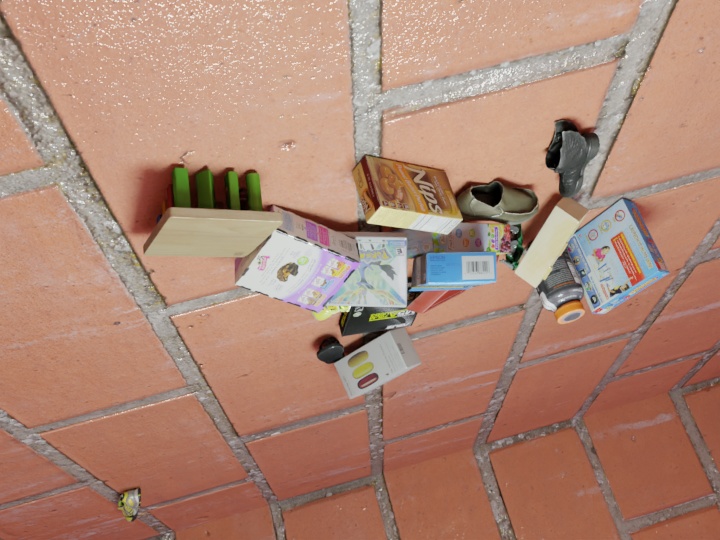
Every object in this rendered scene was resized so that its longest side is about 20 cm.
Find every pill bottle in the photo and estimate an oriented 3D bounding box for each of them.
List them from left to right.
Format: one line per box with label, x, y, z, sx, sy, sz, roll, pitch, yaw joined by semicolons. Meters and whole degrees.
pill bottle;0.475;0.026;1.809;0.104;0.203;0.107;-12;152;-7

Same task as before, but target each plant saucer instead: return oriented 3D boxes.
plant saucer;0.227;0.028;1.770;0.198;0.037;0.200;-24;164;-40

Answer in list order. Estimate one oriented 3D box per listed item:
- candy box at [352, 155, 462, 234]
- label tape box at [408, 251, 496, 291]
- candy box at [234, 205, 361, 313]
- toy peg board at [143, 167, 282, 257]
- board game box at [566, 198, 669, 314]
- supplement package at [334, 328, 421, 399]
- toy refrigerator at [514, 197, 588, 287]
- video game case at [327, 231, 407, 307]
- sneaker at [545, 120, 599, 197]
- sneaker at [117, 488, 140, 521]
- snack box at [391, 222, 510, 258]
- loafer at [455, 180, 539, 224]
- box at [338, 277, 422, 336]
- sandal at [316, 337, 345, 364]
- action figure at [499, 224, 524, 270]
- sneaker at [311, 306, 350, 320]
candy box;0.089;-0.139;1.391;0.197;0.117;0.055;5;147;-35
label tape box;0.181;0.003;1.521;0.141;0.065;0.200;-1;175;-7
candy box;-0.126;-0.017;1.469;0.198;0.072;0.168;21;129;-29
toy peg board;-0.266;-0.101;1.313;0.197;0.100;0.199;1;163;-29
board game box;0.603;-0.031;1.781;0.055;0.203;0.195;7;145;-39
supplement package;0.047;0.255;2.044;0.198;0.115;0.109;-33;166;24
toy refrigerator;0.435;-0.063;1.692;0.076;0.070;0.202;-36;157;-50
video game case;0.000;0.000;1.558;0.196;0.022;0.185;1;127;4
sneaker;0.408;-0.218;1.493;0.102;0.061;0.201;-9;146;-16
sneaker;-0.839;0.843;2.691;0.075;0.076;0.202;4;136;-21
snack box;0.188;-0.061;1.570;0.197;0.069;0.168;1;176;-27
loafer;0.291;-0.142;1.542;0.196;0.076;0.070;-5;155;-21
box;0.055;0.092;1.859;0.196;0.048;0.194;-7;148;-17
sandal;-0.083;0.214;2.012;0.074;0.049;0.201;-17;165;-3
action figure;0.354;-0.049;1.738;0.054;0.120;0.200;6;165;12
sneaker;-0.062;0.068;1.702;0.074;0.078;0.201;-3;150;-27
